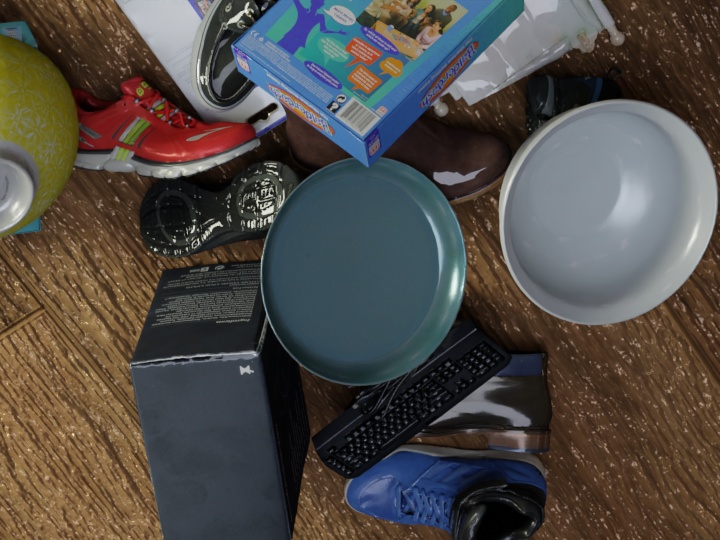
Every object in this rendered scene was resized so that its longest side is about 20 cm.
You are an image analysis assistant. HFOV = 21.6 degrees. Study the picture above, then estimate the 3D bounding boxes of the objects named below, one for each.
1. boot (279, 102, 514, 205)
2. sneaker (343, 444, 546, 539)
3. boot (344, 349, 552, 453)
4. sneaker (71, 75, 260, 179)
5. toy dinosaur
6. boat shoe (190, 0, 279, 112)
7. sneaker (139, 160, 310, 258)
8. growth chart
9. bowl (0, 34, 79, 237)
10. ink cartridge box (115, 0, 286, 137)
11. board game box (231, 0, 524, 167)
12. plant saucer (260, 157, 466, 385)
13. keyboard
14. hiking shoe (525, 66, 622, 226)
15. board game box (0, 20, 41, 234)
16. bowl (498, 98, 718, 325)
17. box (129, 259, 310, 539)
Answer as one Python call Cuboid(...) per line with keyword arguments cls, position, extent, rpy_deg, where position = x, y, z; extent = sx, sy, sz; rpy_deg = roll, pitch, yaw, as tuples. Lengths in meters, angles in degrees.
Cuboid(cls="boot", position=(0.029, -0.123, 1.648), extent=(0.200, 0.072, 0.166), rpy_deg=(-2, 152, 10))
Cuboid(cls="sneaker", position=(0.082, 0.227, 1.825), extent=(0.200, 0.111, 0.077), rpy_deg=(-1, 115, 3))
Cuboid(cls="boot", position=(0.088, 0.114, 1.810), extent=(0.200, 0.075, 0.097), rpy_deg=(8, 93, 4))
Cuboid(cls="sneaker", position=(-0.186, -0.130, 1.670), extent=(0.200, 0.077, 0.085), rpy_deg=(4, 109, 22))
Cuboid(cls="toy dinosaur", position=(0.022, 0.041, 1.732), extent=(0.102, 0.200, 0.077), rpy_deg=(-2, 89, 27))
Cuboid(cls="boat shoe", position=(-0.086, -0.229, 1.613), extent=(0.069, 0.057, 0.200), rpy_deg=(25, 92, -20))
Cuboid(cls="sneaker", position=(-0.114, -0.050, 1.713), extent=(0.200, 0.091, 0.076), rpy_deg=(-6, 84, 35))
Cuboid(cls="growth chart", position=(0.116, -0.223, 1.667), extent=(0.200, 0.018, 0.145), rpy_deg=(-23, 111, 12))
Cuboid(cls="bowl", position=(-0.326, -0.092, 1.599), extent=(0.200, 0.108, 0.200), rpy_deg=(-14, 131, -16))
Cuboid(cls="ink cartridge box", position=(-0.133, -0.209, 1.671), extent=(0.099, 0.039, 0.200), rpy_deg=(-30, 109, 14))
Cuboid(cls="board game box", position=(0.016, -0.202, 1.570), extent=(0.152, 0.045, 0.200), rpy_deg=(38, 73, 22))
Cuboid(cls="plant saucer", position=(0.000, 0.000, 1.647), extent=(0.200, 0.027, 0.200), rpy_deg=(-2, 95, -26))
Cuboid(cls="keyboard", position=(0.042, 0.125, 1.730), extent=(0.200, 0.040, 0.104), rpy_deg=(-39, 130, 14))
Cuboid(cls="hiking shoe", position=(0.198, -0.081, 1.699), extent=(0.087, 0.074, 0.200), rpy_deg=(-5, 118, -2))
Cuboid(cls="board game box", position=(-0.363, -0.117, 1.667), extent=(0.151, 0.047, 0.200), rpy_deg=(-9, 130, -19))
Cuboid(cls="bowl", position=(0.200, -0.061, 1.626), extent=(0.201, 0.090, 0.201), rpy_deg=(-6, 112, -15))
Cuboid(cls="box", position=(-0.125, 0.122, 1.737), extent=(0.124, 0.197, 0.200), rpy_deg=(-6, 114, 5))
